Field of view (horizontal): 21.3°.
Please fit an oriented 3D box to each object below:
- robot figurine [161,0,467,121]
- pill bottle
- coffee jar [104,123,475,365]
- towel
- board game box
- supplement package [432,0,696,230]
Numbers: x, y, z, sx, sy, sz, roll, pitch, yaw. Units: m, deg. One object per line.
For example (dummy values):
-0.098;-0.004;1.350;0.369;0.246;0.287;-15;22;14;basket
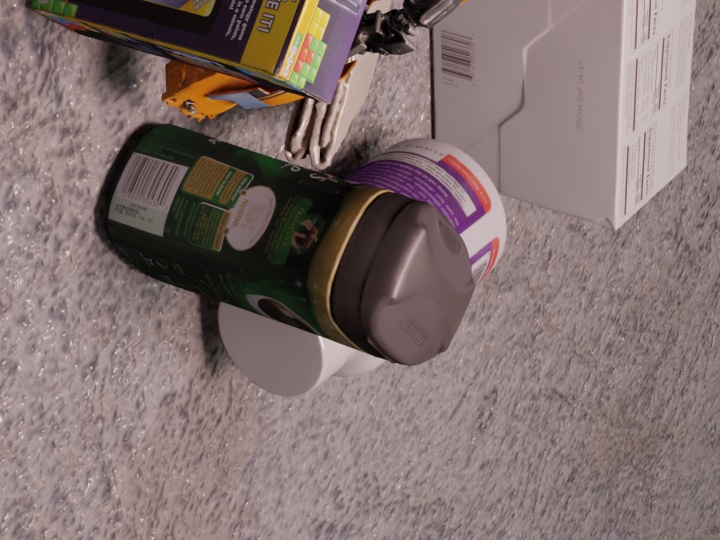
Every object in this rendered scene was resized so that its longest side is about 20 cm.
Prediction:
-0.018;-0.158;1.005;0.058;0.200;0.145;29;48;-53;robot figurine
0.000;0.000;1.239;0.200;0.111;0.111;-37;136;-46;pill bottle
-0.038;-0.015;1.073;0.085;0.200;0.104;-65;151;-11;coffee jar
-0.008;-0.145;1.149;0.200;0.034;0.133;-66;172;-72;towel
-0.060;-0.201;0.967;0.057;0.165;0.200;23;86;-61;board game box
0.143;-0.157;1.348;0.111;0.156;0.200;-37;136;-42;supplement package
